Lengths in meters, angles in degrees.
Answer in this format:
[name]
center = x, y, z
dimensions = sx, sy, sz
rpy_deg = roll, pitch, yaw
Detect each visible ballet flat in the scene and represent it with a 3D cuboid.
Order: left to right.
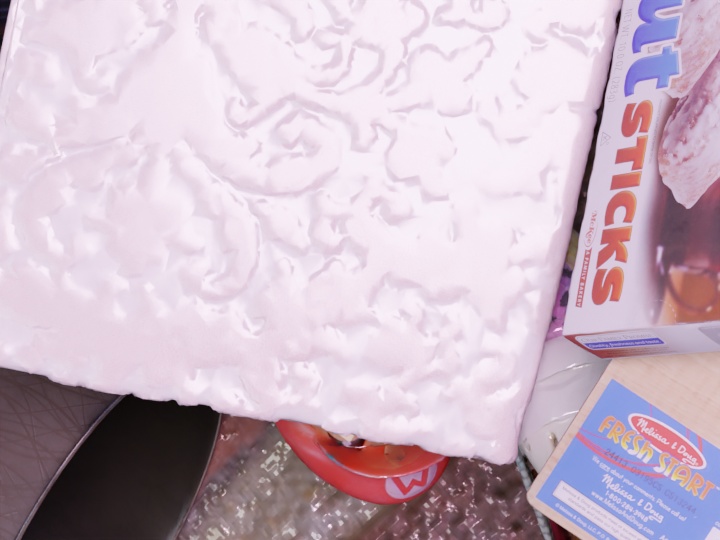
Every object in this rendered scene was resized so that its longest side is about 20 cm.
[ballet flat]
center = 0.086, 0.077, 0.864
dimensions = 0.069, 0.071, 0.200
rpy_deg = -15, 114, 12

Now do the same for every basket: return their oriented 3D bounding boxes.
[basket]
center = -0.180, 0.056, 1.008
dimensions = 0.200, 0.136, 0.181
rpy_deg = 34, 118, 21

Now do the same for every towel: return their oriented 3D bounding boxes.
[towel]
center = -0.023, -0.044, 0.815
dimensions = 0.199, 0.032, 0.192
rpy_deg = 12, 94, -2

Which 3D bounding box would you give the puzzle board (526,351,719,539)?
[puzzle board]
center = 0.173, 0.062, 0.750
dimensions = 0.200, 0.017, 0.151
rpy_deg = 33, 94, 14

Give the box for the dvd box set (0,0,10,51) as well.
[dvd box set]
center = -0.174, -0.087, 0.907
dimensions = 0.029, 0.200, 0.147
rpy_deg = 9, 111, 28

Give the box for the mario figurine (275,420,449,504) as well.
[mario figurine]
center = 0.000, 0.000, 0.879
dimensions = 0.123, 0.106, 0.200
rpy_deg = 2, 120, 27

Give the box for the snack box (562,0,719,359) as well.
[snack box]
center = 0.114, -0.071, 0.767
dimensions = 0.072, 0.024, 0.200
rpy_deg = -7, 63, 43
